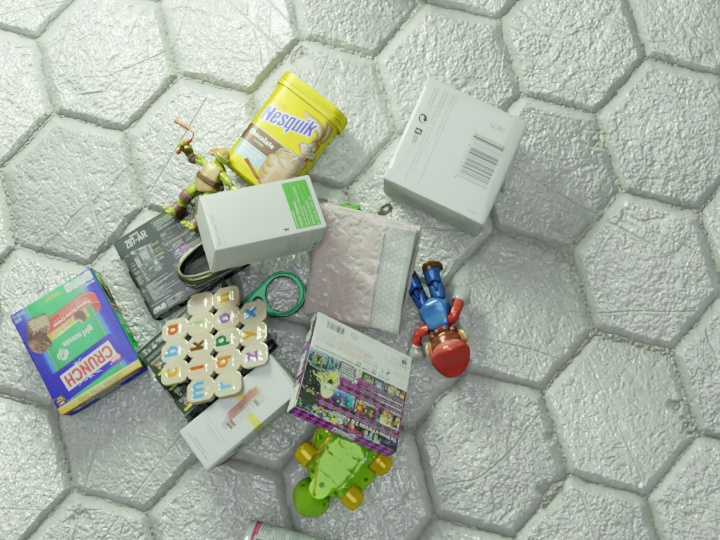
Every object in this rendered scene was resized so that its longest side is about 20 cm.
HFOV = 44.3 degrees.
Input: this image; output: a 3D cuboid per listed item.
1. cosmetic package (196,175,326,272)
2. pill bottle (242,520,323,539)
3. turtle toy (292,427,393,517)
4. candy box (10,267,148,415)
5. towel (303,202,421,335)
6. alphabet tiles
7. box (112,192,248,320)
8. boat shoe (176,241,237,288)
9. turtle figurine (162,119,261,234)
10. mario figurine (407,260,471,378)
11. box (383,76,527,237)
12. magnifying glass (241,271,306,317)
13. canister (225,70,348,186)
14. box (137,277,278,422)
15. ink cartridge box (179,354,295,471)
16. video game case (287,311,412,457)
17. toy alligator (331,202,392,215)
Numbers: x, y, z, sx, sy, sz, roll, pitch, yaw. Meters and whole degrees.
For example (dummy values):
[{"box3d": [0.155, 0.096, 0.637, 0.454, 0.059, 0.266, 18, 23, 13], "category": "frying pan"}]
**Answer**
[{"box3d": [-0.169, -0.079, 1.495, 0.196, 0.085, 0.109, -14, 69, -22], "category": "cosmetic package"}, {"box3d": [-0.107, 0.504, 1.496, 0.196, 0.113, 0.116, 16, 83, 3], "category": "pill bottle"}, {"box3d": [-0.043, 0.338, 1.521, 0.145, 0.101, 0.201, 41, 86, 6], "category": "turtle toy"}, {"box3d": [-0.495, 0.128, 1.568, 0.167, 0.077, 0.203, -31, 84, -3], "category": "candy box"}, {"box3d": [0.000, 0.000, 1.553, 0.187, 0.032, 0.205, 13, 104, 12], "category": "towel"}, {"box3d": [-0.245, 0.124, 1.493, 0.191, 0.015, 0.204, -13, 59, 10], "category": "alphabet tiles"}, {"box3d": [-0.323, -0.030, 1.601, 0.198, 0.044, 0.162, -32, 83, -3], "category": "box"}, {"box3d": [-0.231, -0.037, 1.548, 0.199, 0.060, 0.073, -32, 83, -6], "category": "boat shoe"}, {"box3d": [-0.279, -0.159, 1.559, 0.198, 0.064, 0.163, 36, 94, 8], "category": "turtle figurine"}, {"box3d": [0.138, 0.093, 1.575, 0.104, 0.123, 0.204, -5, 71, -41], "category": "mario figurine"}, {"box3d": [0.164, -0.198, 1.570, 0.197, 0.131, 0.202, 25, 84, 5], "category": "box"}, {"box3d": [-0.193, 0.060, 1.601, 0.196, 0.022, 0.081, -18, 83, -3], "category": "magnifying glass"}, {"box3d": [-0.137, -0.234, 1.604, 0.147, 0.087, 0.202, 36, 86, 6], "category": "canister"}, {"box3d": [-0.266, 0.137, 1.536, 0.199, 0.044, 0.160, -42, 64, -9], "category": "box"}, {"box3d": [-0.196, 0.242, 1.515, 0.199, 0.145, 0.084, -39, 82, -4], "category": "ink cartridge box"}, {"box3d": [-0.013, 0.190, 1.487, 0.197, 0.036, 0.184, 26, 53, -19], "category": "video game case"}, {"box3d": [-0.040, -0.098, 1.603, 0.196, 0.060, 0.055, -18, 42, -1], "category": "toy alligator"}]
